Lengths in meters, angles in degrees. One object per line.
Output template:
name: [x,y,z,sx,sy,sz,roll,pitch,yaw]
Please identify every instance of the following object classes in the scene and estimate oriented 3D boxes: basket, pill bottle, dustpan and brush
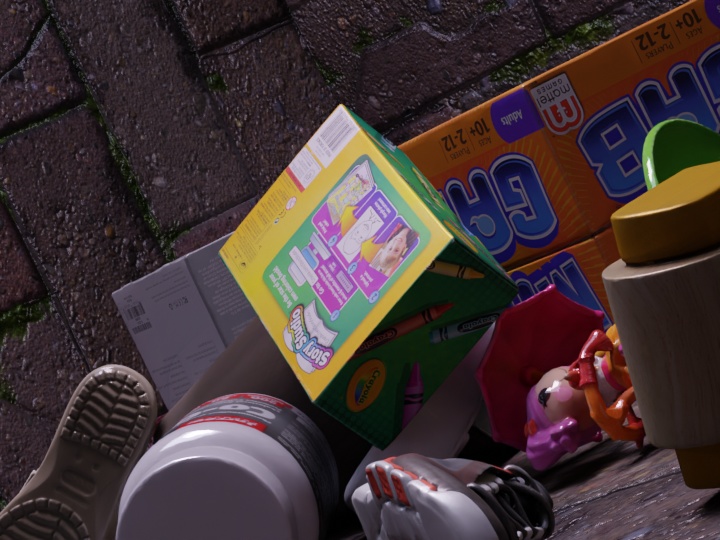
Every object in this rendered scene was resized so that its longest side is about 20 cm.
basket: [-0.024,0.086,1.601,0.199,0.181,0.136,-35,7,23]
pill bottle: [-0.075,0.136,1.427,0.113,0.115,0.200,-26,2,5]
dustpan and brush: [0.031,0.112,1.405,0.140,0.057,0.200,-56,-6,21]

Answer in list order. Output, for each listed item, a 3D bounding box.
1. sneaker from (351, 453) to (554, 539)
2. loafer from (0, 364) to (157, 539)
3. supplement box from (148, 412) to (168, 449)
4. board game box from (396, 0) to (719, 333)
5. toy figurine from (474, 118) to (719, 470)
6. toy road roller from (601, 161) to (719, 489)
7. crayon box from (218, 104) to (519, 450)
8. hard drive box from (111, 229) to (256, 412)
sneaker: [0.049,0.108,1.143,0.081,0.078,0.200,-20,1,-9]
loafer: [-0.185,0.152,1.645,0.201,0.075,0.068,-58,-10,9]
supplement box: [-0.232,0.199,2.768,0.199,0.061,0.109,-25,1,19]
board game box: [0.168,-0.041,1.640,0.199,0.201,0.200,-27,2,-30]
toy figurine: [0.140,0.047,1.342,0.184,0.150,0.201,-41,19,30]
toy road roller: [0.212,0.004,1.104,0.145,0.124,0.200,-10,11,39]
crayon box: [0.000,0.000,1.436,0.119,0.058,0.200,-50,31,8]
hard drive box: [-0.083,0.078,1.838,0.076,0.201,0.156,-26,2,-27]
